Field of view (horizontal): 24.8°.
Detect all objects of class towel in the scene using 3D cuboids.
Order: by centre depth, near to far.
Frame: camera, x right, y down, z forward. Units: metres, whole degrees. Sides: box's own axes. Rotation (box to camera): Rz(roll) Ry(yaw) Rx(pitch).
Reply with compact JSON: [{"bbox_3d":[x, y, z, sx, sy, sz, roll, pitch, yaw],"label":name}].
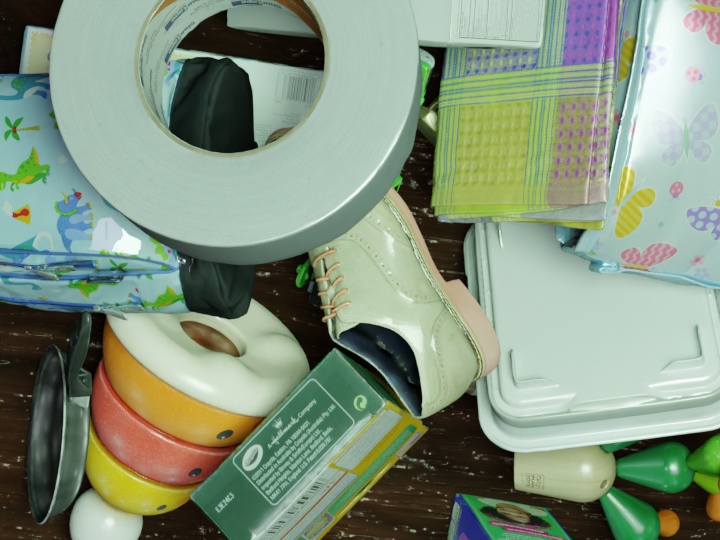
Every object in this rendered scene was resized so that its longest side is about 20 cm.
[{"bbox_3d":[0.102,-0.123,0.984,0.023,0.143,0.201,9,84,-40],"label":"towel"}]

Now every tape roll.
[{"bbox_3d":[-0.066,-0.106,0.900,0.199,0.066,0.202,-1,81,4],"label":"tape roll"}]

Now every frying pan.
[{"bbox_3d":[-0.187,0.075,1.044,0.031,0.115,0.191,6,122,-22],"label":"frying pan"}]

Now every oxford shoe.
[{"bbox_3d":[0.000,0.000,0.999,0.200,0.071,0.074,48,56,3],"label":"oxford shoe"}]

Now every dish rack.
[{"bbox_3d":[0.153,0.016,1.054,0.170,0.201,0.044,-7,141,7],"label":"dish rack"}]

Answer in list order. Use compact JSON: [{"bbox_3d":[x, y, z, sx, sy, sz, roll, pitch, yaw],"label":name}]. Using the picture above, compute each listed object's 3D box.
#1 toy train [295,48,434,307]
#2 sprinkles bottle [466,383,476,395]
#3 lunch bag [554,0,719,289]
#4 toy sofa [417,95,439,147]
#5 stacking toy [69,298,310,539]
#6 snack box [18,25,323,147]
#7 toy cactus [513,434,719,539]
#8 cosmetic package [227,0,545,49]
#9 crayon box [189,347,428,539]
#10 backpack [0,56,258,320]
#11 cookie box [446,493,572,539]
[{"bbox_3d":[0.006,-0.059,1.055,0.042,0.056,0.201,31,127,14],"label":"toy train"},{"bbox_3d":[0.127,0.060,1.123,0.199,0.068,0.069,8,97,-9],"label":"sprinkles bottle"},{"bbox_3d":[0.210,-0.090,1.010,0.168,0.127,0.201,8,89,-15],"label":"lunch bag"},{"bbox_3d":[0.130,-0.137,1.089,0.200,0.083,0.098,-45,107,0],"label":"toy sofa"},{"bbox_3d":[-0.134,0.111,1.083,0.145,0.146,0.201,25,113,-11],"label":"stacking toy"},{"bbox_3d":[-0.128,-0.089,1.081,0.199,0.037,0.117,8,97,-9],"label":"snack box"},{"bbox_3d":[0.185,0.141,1.093,0.164,0.103,0.201,0,131,8],"label":"toy cactus"},{"bbox_3d":[0.012,-0.165,1.004,0.082,0.199,0.051,-2,100,-43],"label":"cosmetic package"},{"bbox_3d":[-0.027,0.122,1.063,0.126,0.200,0.052,-46,76,0],"label":"crayon box"},{"bbox_3d":[-0.175,-0.051,0.991,0.199,0.154,0.164,-2,78,19],"label":"backpack"},{"bbox_3d":[0.100,0.259,1.081,0.075,0.200,0.172,8,97,-9],"label":"cookie box"}]
